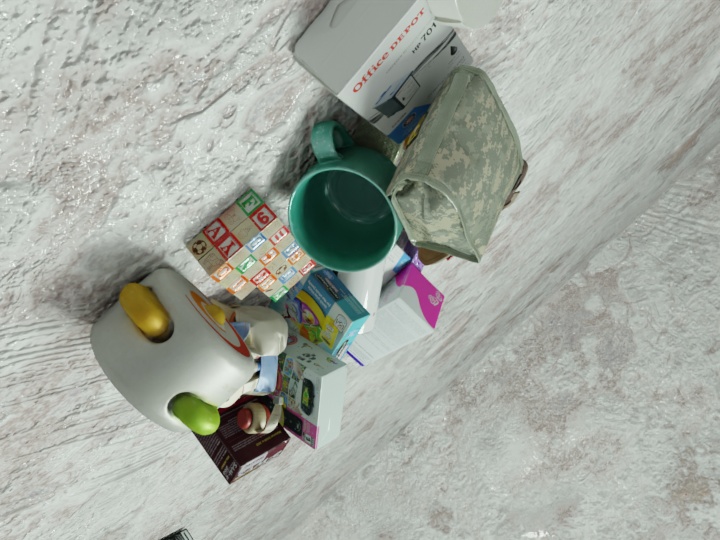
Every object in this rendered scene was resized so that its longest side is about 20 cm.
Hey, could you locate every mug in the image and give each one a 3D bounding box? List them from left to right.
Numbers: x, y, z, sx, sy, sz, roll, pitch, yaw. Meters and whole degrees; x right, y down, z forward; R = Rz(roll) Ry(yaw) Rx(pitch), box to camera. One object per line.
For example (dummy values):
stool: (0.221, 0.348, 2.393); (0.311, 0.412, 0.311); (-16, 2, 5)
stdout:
mug: (-0.006, -0.103, 0.954); (0.114, 0.152, 0.185); (-62, 174, -56)

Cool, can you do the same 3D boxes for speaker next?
speaker: (0.000, 0.000, 1.169); (0.081, 0.081, 0.200); (-19, 127, -47)

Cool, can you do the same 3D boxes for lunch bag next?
lunch bag: (0.112, -0.129, 0.866); (0.164, 0.117, 0.200); (-63, 152, -17)

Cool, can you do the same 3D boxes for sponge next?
sponge: (0.121, -0.064, 1.344); (0.112, 0.030, 0.200); (-78, -171, -45)

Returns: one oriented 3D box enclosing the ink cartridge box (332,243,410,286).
ink cartridge box: (-0.010, 0.016, 1.292); (0.200, 0.067, 0.116); (-45, 160, 4)

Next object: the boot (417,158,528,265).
boot: (0.184, -0.095, 1.114); (0.146, 0.070, 0.200); (-21, 154, -45)

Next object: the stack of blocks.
stack of blocks: (-0.145, -0.020, 0.991); (0.115, 0.059, 0.200); (-42, 159, -3)

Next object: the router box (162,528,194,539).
router box: (-0.531, 0.758, 1.810); (0.149, 0.051, 0.200); (-8, 140, -54)

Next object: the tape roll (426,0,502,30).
tape roll: (0.122, -0.356, 0.738); (0.203, 0.037, 0.203); (-45, 144, -45)

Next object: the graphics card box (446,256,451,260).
graphics card box: (0.210, -0.093, 1.470); (0.125, 0.051, 0.200); (-42, 169, 0)

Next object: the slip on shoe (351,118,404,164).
slip on shoe: (0.020, -0.161, 1.021); (0.200, 0.074, 0.061); (109, 8, -47)

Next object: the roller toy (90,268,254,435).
roller toy: (-0.229, 0.093, 0.890); (0.140, 0.200, 0.182); (-42, -166, -3)

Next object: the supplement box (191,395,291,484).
supplement box: (-0.218, 0.229, 1.141); (0.109, 0.200, 0.061); (-20, 151, -45)

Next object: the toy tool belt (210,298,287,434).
toy tool belt: (-0.192, 0.147, 1.072); (0.123, 0.201, 0.125); (10, 171, -41)

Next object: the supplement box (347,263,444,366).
supplement box: (0.049, 0.088, 1.358); (0.200, 0.103, 0.101); (-33, -159, 40)

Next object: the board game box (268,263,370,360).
board game box: (-0.085, 0.091, 1.184); (0.047, 0.151, 0.200); (-19, 149, -45)

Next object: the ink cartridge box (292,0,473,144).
ink cartridge box: (0.033, -0.251, 0.833); (0.146, 0.086, 0.200); (-48, 160, 12)

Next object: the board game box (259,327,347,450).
board game box: (-0.119, 0.179, 1.169); (0.064, 0.200, 0.148); (-21, 127, -44)

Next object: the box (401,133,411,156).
box: (0.127, -0.184, 1.090); (0.101, 0.113, 0.200); (-44, 158, 5)
